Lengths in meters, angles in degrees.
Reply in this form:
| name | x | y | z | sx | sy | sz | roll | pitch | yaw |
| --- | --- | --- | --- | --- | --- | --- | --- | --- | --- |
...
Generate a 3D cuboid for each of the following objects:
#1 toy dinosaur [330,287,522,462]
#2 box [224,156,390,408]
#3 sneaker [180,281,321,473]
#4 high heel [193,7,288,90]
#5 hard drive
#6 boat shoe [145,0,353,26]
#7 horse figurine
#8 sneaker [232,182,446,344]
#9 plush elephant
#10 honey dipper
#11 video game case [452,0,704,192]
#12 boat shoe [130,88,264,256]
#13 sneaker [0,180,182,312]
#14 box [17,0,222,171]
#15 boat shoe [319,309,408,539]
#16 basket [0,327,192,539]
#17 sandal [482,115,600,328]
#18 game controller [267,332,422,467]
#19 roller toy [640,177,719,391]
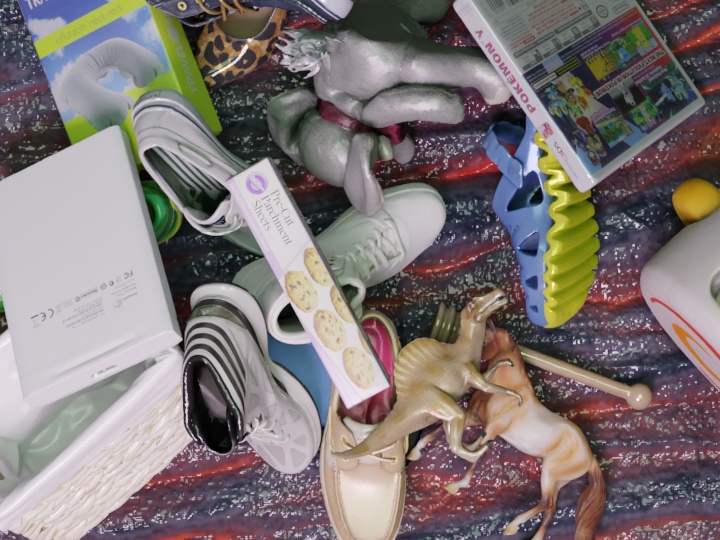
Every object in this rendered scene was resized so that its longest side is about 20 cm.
| name | x | y | z | sx | sy | sz | roll | pitch | yaw |
| --- | --- | --- | --- | --- | --- | --- | --- | --- | --- |
| toy dinosaur | 0.062 | 0.106 | 1.432 | 0.101 | 0.058 | 0.200 | 44 | 70 | -2 |
| box | -0.039 | 0.009 | 1.378 | 0.041 | 0.039 | 0.201 | -27 | 93 | 4 |
| sneaker | -0.096 | 0.117 | 1.398 | 0.075 | 0.116 | 0.201 | -7 | 132 | 22 |
| high heel | -0.094 | -0.245 | 1.466 | 0.071 | 0.143 | 0.200 | 37 | 83 | 22 |
| hard drive | -0.223 | -0.005 | 1.411 | 0.131 | 0.027 | 0.201 | -25 | 59 | 9 |
| boat shoe | -0.101 | -0.222 | 1.402 | 0.199 | 0.071 | 0.091 | 33 | 94 | 24 |
| horse figurine | 0.136 | 0.151 | 1.495 | 0.200 | 0.050 | 0.133 | 39 | 84 | -8 |
| sneaker | 0.000 | 0.000 | 1.461 | 0.199 | 0.115 | 0.074 | -29 | 112 | -12 |
| plush elephant | 0.008 | -0.133 | 1.472 | 0.198 | 0.156 | 0.165 | -11 | 42 | -33 |
| honey dipper | 0.154 | 0.075 | 1.516 | 0.198 | 0.038 | 0.038 | 19 | 87 | -4 |
| video game case | 0.183 | -0.176 | 1.469 | 0.200 | 0.023 | 0.183 | -33 | 88 | -46 |
| boat shoe | -0.122 | -0.060 | 1.450 | 0.073 | 0.067 | 0.200 | -24 | 133 | 28 |
| sneaker | -0.246 | -0.027 | 1.487 | 0.198 | 0.084 | 0.075 | -25 | 88 | -1 |
| box | -0.206 | -0.185 | 1.492 | 0.121 | 0.048 | 0.202 | -22 | 88 | 25 |
| boat shoe | 0.003 | 0.129 | 1.450 | 0.073 | 0.069 | 0.202 | -2 | 80 | -4 |
| basket | -0.225 | 0.113 | 1.441 | 0.200 | 0.123 | 0.136 | -41 | 57 | -1 |
| sandal | 0.150 | -0.053 | 1.509 | 0.086 | 0.079 | 0.202 | 1 | 95 | 36 |
| game controller | -0.040 | 0.096 | 1.506 | 0.198 | 0.042 | 0.105 | 19 | 87 | -1 |
| roller toy | 0.330 | 0.026 | 1.448 | 0.140 | 0.200 | 0.183 | -41 | 124 | -2 |
